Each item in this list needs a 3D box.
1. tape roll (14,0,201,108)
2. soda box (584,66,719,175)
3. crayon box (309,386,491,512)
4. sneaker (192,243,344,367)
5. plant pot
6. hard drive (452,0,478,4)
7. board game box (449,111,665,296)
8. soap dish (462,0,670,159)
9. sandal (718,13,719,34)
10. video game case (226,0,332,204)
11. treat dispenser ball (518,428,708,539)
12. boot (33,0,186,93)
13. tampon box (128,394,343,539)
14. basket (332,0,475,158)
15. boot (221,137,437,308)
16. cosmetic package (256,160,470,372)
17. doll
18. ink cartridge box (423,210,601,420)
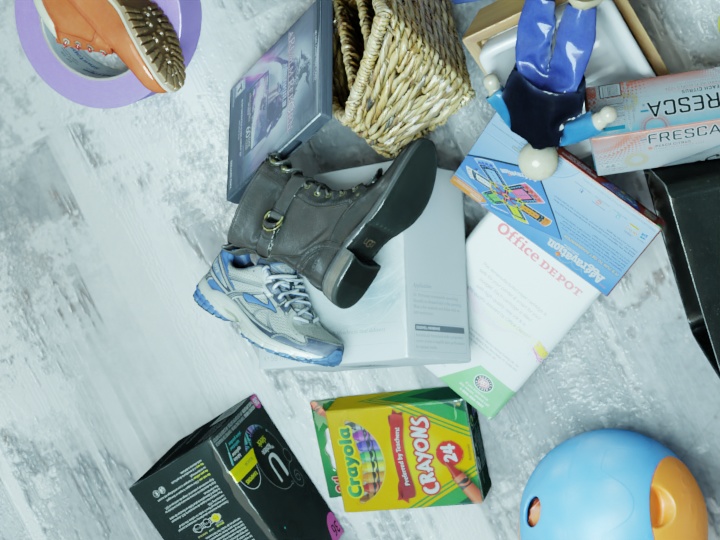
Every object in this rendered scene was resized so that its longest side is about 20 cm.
[{"bbox_3d":[-0.279,-0.284,1.663,0.198,0.066,0.202,4,106,14],"label":"tape roll"},{"bbox_3d":[0.318,-0.147,1.443,0.198,0.069,0.064,-7,60,12],"label":"soda box"},{"bbox_3d":[0.040,0.206,1.716,0.198,0.051,0.128,-8,103,18],"label":"crayon box"},{"bbox_3d":[-0.088,0.030,1.516,0.199,0.077,0.086,29,99,35],"label":"sneaker"},{"bbox_3d":[0.398,-0.030,1.480,0.176,0.200,0.202,-17,101,7],"label":"plant pot"},{"bbox_3d":[0.116,-0.332,1.473,0.025,0.200,0.133,-18,101,-12],"label":"hard drive"},{"bbox_3d":[0.195,-0.069,1.506,0.199,0.019,0.103,36,127,3],"label":"board game box"},{"bbox_3d":[0.213,-0.207,1.493,0.156,0.082,0.200,-22,135,21],"label":"soap dish"},{"bbox_3d":[0.435,-0.194,1.473,0.199,0.087,0.080,35,107,2],"label":"sandal"},{"bbox_3d":[-0.086,-0.175,1.570,0.019,0.144,0.200,15,149,-27],"label":"video game case"},{"bbox_3d":[0.265,0.269,1.588,0.199,0.201,0.203,4,106,15],"label":"treat dispenser ball"},{"bbox_3d":[-0.268,-0.254,1.600,0.107,0.075,0.201,-39,84,25],"label":"boot"},{"bbox_3d":[-0.137,0.276,1.732,0.126,0.150,0.201,-32,95,22],"label":"tampon box"},{"bbox_3d":[0.006,-0.231,1.504,0.142,0.201,0.149,-35,131,24],"label":"basket"},{"bbox_3d":[-0.036,-0.073,1.475,0.174,0.069,0.201,33,87,34],"label":"boot"},{"bbox_3d":[0.000,0.000,1.572,0.198,0.122,0.202,-7,81,37],"label":"cosmetic package"},{"bbox_3d":[0.180,-0.170,1.407,0.136,0.048,0.201,23,128,21],"label":"doll"},{"bbox_3d":[0.152,0.033,1.616,0.145,0.088,0.200,39,113,2],"label":"ink cartridge box"}]
